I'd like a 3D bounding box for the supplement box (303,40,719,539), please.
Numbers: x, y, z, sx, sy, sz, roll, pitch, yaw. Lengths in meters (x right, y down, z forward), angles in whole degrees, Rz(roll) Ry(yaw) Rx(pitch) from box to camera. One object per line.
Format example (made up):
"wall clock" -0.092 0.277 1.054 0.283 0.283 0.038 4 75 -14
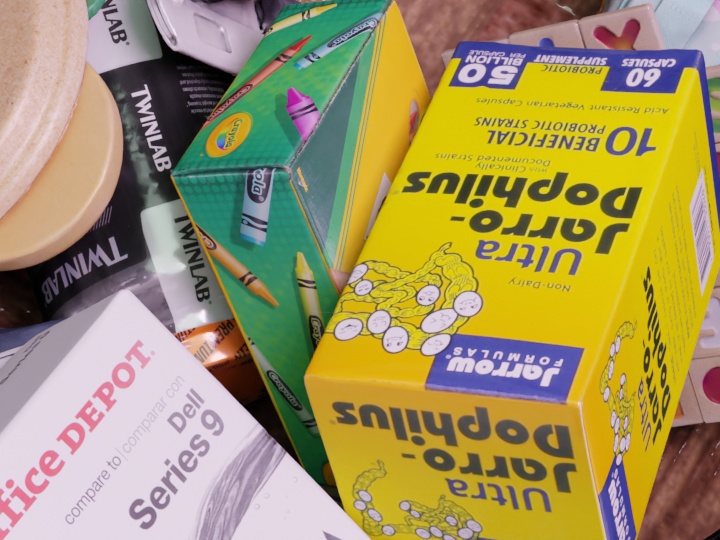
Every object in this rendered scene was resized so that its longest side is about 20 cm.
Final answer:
"supplement box" 0.069 0.012 0.841 0.108 0.110 0.200 4 46 22

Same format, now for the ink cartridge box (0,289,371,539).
"ink cartridge box" -0.078 0.131 0.788 0.200 0.084 0.146 47 52 -13

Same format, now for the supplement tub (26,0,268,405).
"supplement tub" -0.099 -0.036 0.959 0.122 0.123 0.201 -18 74 -10

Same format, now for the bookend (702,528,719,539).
"bookend" 0.088 0.178 0.865 0.199 0.199 0.092 -21 77 -10

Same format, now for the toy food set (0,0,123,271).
"toy food set" -0.195 -0.079 0.901 0.199 0.049 0.199 -17 61 16

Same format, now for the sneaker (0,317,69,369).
"sneaker" -0.192 0.013 0.921 0.202 0.077 0.147 -18 66 29

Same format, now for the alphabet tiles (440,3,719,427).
"alphabet tiles" 0.111 -0.016 0.944 0.166 0.006 0.201 -10 112 28

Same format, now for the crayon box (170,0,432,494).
"crayon box" 0.000 0.000 0.904 0.058 0.200 0.119 -1 40 28

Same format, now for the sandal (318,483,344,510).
"sandal" -0.050 0.129 0.922 0.200 0.080 0.057 13 47 17

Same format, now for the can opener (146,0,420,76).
"can opener" -0.021 -0.106 0.953 0.067 0.200 0.054 -29 64 29

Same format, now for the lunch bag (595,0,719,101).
"lunch bag" 0.155 -0.126 0.962 0.077 0.200 0.161 28 41 1
